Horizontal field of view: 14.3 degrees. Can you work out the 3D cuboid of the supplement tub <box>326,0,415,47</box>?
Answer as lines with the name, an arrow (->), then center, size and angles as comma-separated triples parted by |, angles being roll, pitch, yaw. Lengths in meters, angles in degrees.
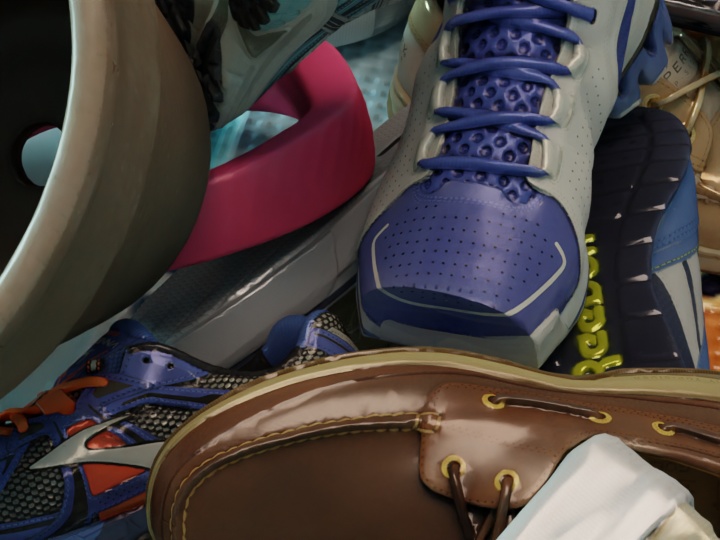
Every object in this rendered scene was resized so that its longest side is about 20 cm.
supplement tub -> -0.025, -0.196, 1.108 | 0.122, 0.200, 0.123 | 3, 40, -2

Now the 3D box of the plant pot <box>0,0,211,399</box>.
plant pot -> -0.128, -0.045, 0.837 | 0.200, 0.200, 0.175 | 24, 5, 20

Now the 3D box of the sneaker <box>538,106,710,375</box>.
sneaker -> 0.082, 0.023, 0.962 | 0.074, 0.082, 0.200 | -9, 41, 14

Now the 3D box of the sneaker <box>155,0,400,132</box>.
sneaker -> -0.014, -0.095, 0.901 | 0.086, 0.200, 0.078 | -15, 88, -18

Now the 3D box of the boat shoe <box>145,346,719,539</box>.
boat shoe -> 0.040, 0.065, 0.821 | 0.200, 0.072, 0.068 | -1, 17, -10

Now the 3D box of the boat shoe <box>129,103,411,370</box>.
boat shoe -> 0.000, 0.000, 0.990 | 0.200, 0.062, 0.072 | -37, 18, -30

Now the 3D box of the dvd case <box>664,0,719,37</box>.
dvd case -> 0.121, -0.102, 1.095 | 0.200, 0.016, 0.149 | 15, 5, 10

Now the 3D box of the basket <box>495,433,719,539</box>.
basket -> 0.050, 0.167, 0.709 | 0.123, 0.136, 0.200 | 35, 73, 26

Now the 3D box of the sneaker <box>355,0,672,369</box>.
sneaker -> 0.047, -0.073, 0.923 | 0.080, 0.115, 0.199 | 9, 47, 17

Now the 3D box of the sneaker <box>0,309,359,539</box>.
sneaker -> -0.084, 0.056, 0.892 | 0.200, 0.079, 0.075 | -8, 3, -23

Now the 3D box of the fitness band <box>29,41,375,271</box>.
fitness band -> -0.070, -0.044, 1.003 | 0.143, 0.037, 0.200 | -15, 18, -3

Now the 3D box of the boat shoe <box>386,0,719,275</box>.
boat shoe -> 0.103, -0.057, 1.063 | 0.200, 0.069, 0.074 | 19, 43, 15
